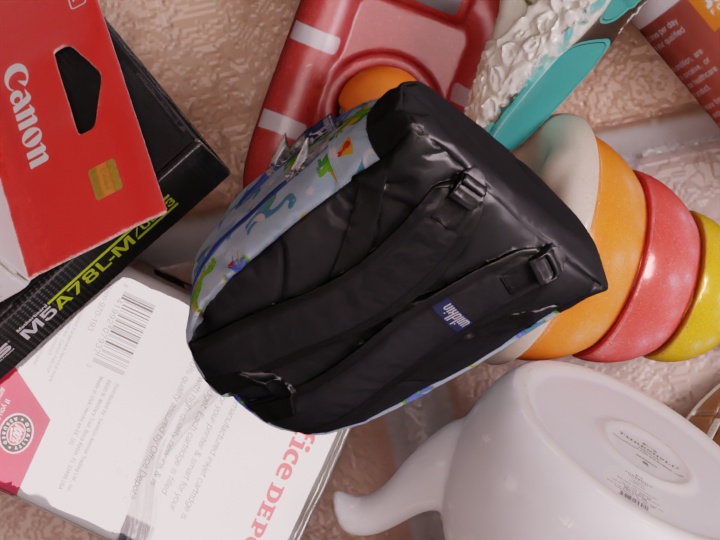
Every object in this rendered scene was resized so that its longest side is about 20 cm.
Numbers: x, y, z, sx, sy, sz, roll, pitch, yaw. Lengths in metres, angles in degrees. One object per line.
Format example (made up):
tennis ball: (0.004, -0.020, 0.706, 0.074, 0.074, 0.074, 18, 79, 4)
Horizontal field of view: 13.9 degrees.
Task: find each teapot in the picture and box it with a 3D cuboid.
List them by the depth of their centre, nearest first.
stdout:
teapot: (0.122, 0.156, 1.597, 0.197, 0.200, 0.146, 11, 118, -42)

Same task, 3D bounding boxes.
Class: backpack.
backpack: (0.000, 0.000, 1.556, 0.163, 0.154, 0.200, 37, 107, -29)

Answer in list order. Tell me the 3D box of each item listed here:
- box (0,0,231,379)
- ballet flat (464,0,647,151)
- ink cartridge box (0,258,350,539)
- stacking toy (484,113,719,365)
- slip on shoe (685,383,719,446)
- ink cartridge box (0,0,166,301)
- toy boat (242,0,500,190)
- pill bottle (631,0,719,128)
box: (-0.199, -0.059, 1.634, 0.193, 0.048, 0.200, -42, 56, 5)
ballet flat: (0.116, -0.148, 1.599, 0.072, 0.072, 0.200, 42, 114, -2)
ink cartridge box: (-0.113, 0.082, 1.675, 0.199, 0.083, 0.146, 25, 93, -2)
stacking toy: (0.166, 0.009, 1.666, 0.199, 0.146, 0.147, 20, 94, -19)
slip on shoe: (0.205, 0.141, 1.693, 0.076, 0.061, 0.200, 26, 80, 26)
ink cartridge box: (-0.213, -0.077, 1.596, 0.176, 0.045, 0.201, -28, 59, 13)
toy boat: (0.011, -0.085, 1.641, 0.130, 0.131, 0.201, 20, 93, -1)
pill bottle: (0.219, -0.144, 1.646, 0.112, 0.112, 0.200, -41, 93, 2)
